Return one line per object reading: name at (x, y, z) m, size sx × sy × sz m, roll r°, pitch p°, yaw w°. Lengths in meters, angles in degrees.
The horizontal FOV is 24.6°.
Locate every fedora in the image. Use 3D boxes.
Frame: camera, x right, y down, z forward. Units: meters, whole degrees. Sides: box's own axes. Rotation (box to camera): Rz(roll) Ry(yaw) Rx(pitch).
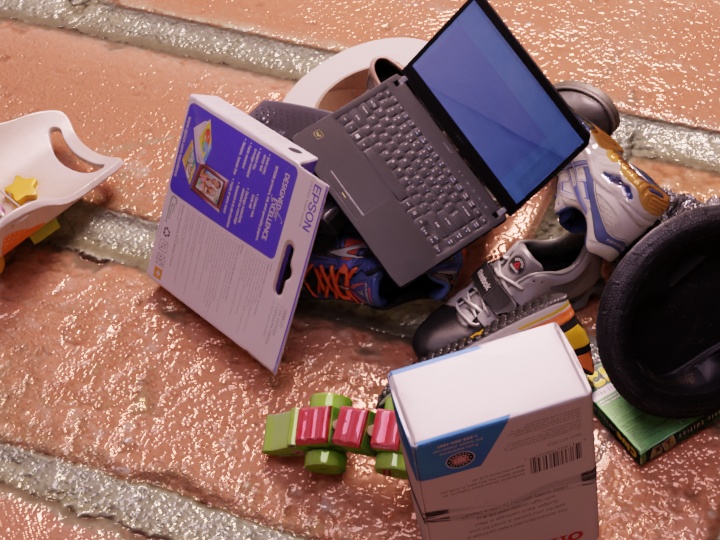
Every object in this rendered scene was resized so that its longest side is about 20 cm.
fedora at (0.279, 0.029, 1.441) m, size 0.200 × 0.201 × 0.092 m, roll -28°, pitch 20°, yaw -14°

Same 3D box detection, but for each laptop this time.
laptop at (0.070, -0.118, 1.493) m, size 0.200 × 0.103 × 0.177 m, roll -32°, pitch 78°, yaw -17°

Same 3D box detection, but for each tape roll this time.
tape roll at (0.007, -0.162, 1.701) m, size 0.202 × 0.037 × 0.203 m, roll -15°, pitch 42°, yaw 14°

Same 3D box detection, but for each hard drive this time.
hard drive at (-0.061, -0.099, 1.607) m, size 0.200 × 0.042 × 0.135 m, roll 19°, pitch 56°, yaw 42°

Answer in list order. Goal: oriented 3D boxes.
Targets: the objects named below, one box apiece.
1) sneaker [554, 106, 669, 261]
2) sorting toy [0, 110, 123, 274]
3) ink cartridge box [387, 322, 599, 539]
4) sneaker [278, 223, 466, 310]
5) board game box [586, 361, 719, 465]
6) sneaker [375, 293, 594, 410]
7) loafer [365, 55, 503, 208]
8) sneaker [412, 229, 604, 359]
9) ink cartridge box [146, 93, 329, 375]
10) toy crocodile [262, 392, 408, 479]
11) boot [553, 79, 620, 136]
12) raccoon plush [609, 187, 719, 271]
sneaker at (0.200, -0.085, 1.509) m, size 0.088 × 0.075 × 0.200 m, roll -52°, pitch 31°, yaw 16°
sorting toy at (-0.347, -0.097, 1.702) m, size 0.180 × 0.107 × 0.200 m, roll -33°, pitch 52°, yaw -27°
ink cartridge box at (0.110, 0.153, 1.339) m, size 0.146 × 0.200 × 0.086 m, roll -16°, pitch 48°, yaw -5°
sneaker at (0.000, 0.000, 1.560) m, size 0.200 × 0.075 × 0.078 m, roll -8°, pitch 34°, yaw 8°
board game box at (0.300, 0.088, 1.480) m, size 0.200 × 0.023 × 0.105 m, roll -28°, pitch 52°, yaw -14°
sneaker at (0.113, 0.101, 1.470) m, size 0.200 × 0.070 × 0.090 m, roll -29°, pitch 93°, yaw 9°
loafer at (0.073, -0.129, 1.577) m, size 0.072 × 0.063 × 0.200 m, roll -40°, pitch 65°, yaw -11°
sneaker at (0.133, 0.016, 1.528) m, size 0.200 × 0.089 × 0.074 m, roll -28°, pitch 53°, yaw -13°
ink cartridge box at (-0.107, -0.036, 1.542) m, size 0.043 × 0.198 × 0.200 m, roll -9°, pitch 35°, yaw -45°
toy crocodile at (-0.004, 0.140, 1.434) m, size 0.200 × 0.062 × 0.068 m, roll -2°, pitch 69°, yaw 33°
boot at (0.136, -0.106, 1.626) m, size 0.182 × 0.073 × 0.200 m, roll 4°, pitch 38°, yaw 48°
raccoon plush at (0.296, -0.065, 1.572) m, size 0.134 × 0.097 × 0.200 m, roll -11°, pitch 48°, yaw -11°
